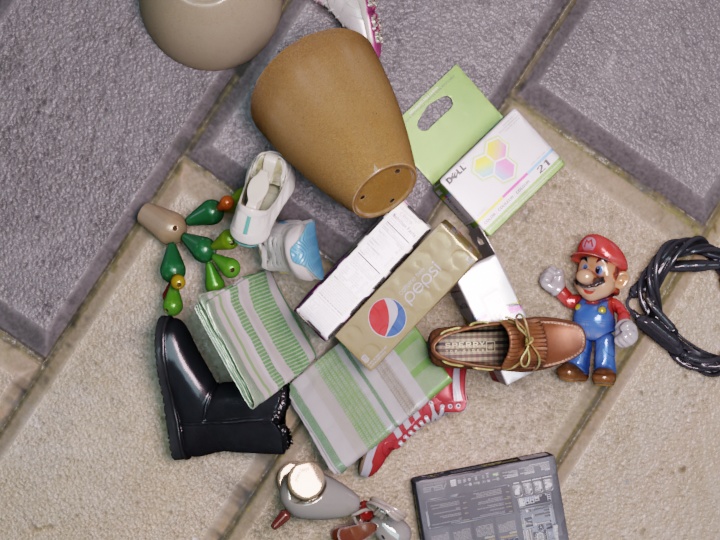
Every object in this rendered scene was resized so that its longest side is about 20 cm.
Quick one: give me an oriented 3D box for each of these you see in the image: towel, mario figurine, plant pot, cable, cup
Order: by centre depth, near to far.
[{"bbox_3d":[-0.014,-0.171,1.445,0.185,0.187,0.201,-31,60,-4],"label":"plant pot"},{"bbox_3d":[-0.130,0.079,1.466,0.023,0.200,0.154,-29,90,23],"label":"towel"},{"bbox_3d":[-0.202,-0.380,1.501,0.198,0.143,0.203,0,87,-4],"label":"cup"},{"bbox_3d":[0.010,0.153,1.502,0.199,0.031,0.150,-39,62,8],"label":"towel"},{"bbox_3d":[0.306,0.051,1.536,0.122,0.106,0.203,4,89,-2],"label":"mario figurine"},{"bbox_3d":[0.476,0.051,1.579,0.199,0.051,0.164,37,81,1],"label":"cable"}]

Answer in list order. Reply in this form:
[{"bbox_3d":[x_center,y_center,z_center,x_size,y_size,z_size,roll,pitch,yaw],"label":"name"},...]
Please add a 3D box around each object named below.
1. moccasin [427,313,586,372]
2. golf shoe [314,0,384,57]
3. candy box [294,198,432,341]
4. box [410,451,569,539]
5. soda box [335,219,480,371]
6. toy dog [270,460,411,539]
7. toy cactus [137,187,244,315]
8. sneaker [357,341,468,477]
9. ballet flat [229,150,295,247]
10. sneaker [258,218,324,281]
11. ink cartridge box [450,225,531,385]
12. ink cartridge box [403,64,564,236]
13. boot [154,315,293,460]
[{"bbox_3d":[0.184,0.090,1.422,0.199,0.078,0.075,3,88,-2],"label":"moccasin"},{"bbox_3d":[-0.028,-0.376,1.555,0.091,0.075,0.202,-18,87,11],"label":"golf shoe"},{"bbox_3d":[0.000,0.000,1.502,0.061,0.136,0.200,44,85,-2],"label":"candy box"},{"bbox_3d":[0.178,0.343,1.542,0.198,0.051,0.160,-10,88,-5],"label":"box"},{"bbox_3d":[0.061,0.031,1.443,0.068,0.064,0.200,44,102,3],"label":"soda box"},{"bbox_3d":[-0.038,0.328,1.498,0.198,0.132,0.097,25,74,16],"label":"toy dog"},{"bbox_3d":[-0.221,-0.040,1.524,0.164,0.102,0.201,30,89,17],"label":"toy cactus"},{"bbox_3d":[0.076,0.199,1.531,0.111,0.071,0.202,24,90,-5],"label":"sneaker"},{"bbox_3d":[-0.122,-0.112,1.475,0.069,0.201,0.070,6,130,7],"label":"ballet flat"},{"bbox_3d":[-0.092,-0.024,1.466,0.080,0.200,0.077,-10,96,-3],"label":"sneaker"},{"bbox_3d":[0.170,0.047,1.521,0.067,0.116,0.202,-25,88,-4],"label":"ink cartridge box"},{"bbox_3d":[0.153,-0.166,1.547,0.148,0.076,0.200,-43,92,-4],"label":"ink cartridge box"},{"bbox_3d":[-0.177,0.150,1.504,0.166,0.076,0.203,-7,95,6],"label":"boot"}]
